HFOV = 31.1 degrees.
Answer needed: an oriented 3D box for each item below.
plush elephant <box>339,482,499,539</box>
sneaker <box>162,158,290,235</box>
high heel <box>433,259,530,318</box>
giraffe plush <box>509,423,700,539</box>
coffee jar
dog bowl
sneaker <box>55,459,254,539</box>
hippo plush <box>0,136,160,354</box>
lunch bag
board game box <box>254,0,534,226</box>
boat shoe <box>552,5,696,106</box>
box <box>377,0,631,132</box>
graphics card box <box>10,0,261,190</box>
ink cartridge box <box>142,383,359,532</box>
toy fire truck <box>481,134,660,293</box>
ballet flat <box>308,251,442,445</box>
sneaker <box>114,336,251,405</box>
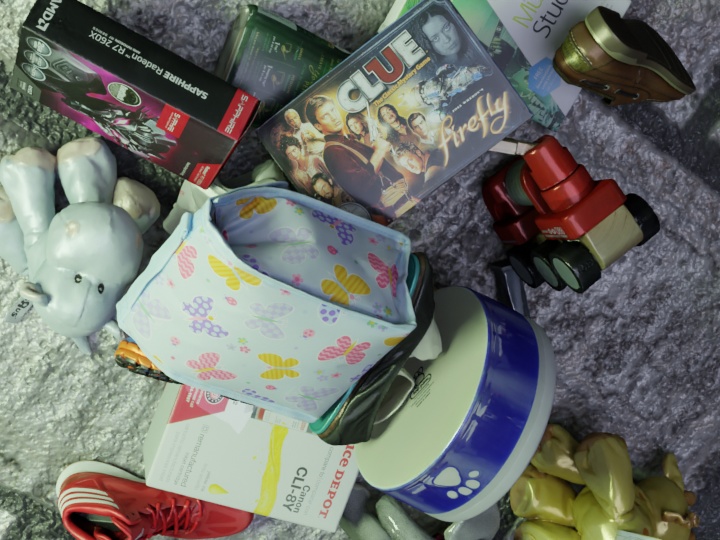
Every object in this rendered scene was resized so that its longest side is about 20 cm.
[{"bbox_3d":[0.077,0.305,1.324,0.154,0.200,0.165,-9,103,-29],"label":"plush elephant"},{"bbox_3d":[-0.077,-0.050,1.209,0.199,0.078,0.100,16,100,-18],"label":"sneaker"},{"bbox_3d":[0.087,0.082,1.287,0.199,0.071,0.143,-16,105,-16],"label":"high heel"},{"bbox_3d":[0.277,0.252,1.357,0.162,0.200,0.173,6,106,-44],"label":"giraffe plush"},{"bbox_3d":[-0.031,-0.158,1.175,0.199,0.085,0.105,20,95,-17],"label":"coffee jar"},{"bbox_3d":[0.081,0.118,1.165,0.079,0.200,0.200,28,101,-25],"label":"dog bowl"},{"bbox_3d":[-0.197,0.248,1.259,0.199,0.116,0.079,7,107,-13],"label":"sneaker"},{"bbox_3d":[-0.268,-0.013,1.132,0.159,0.161,0.201,25,101,-19],"label":"hippo plush"},{"bbox_3d":[-0.079,0.018,1.067,0.199,0.128,0.170,18,136,-25],"label":"lunch bag"},{"bbox_3d":[0.028,-0.126,1.105,0.200,0.035,0.136,-37,96,9],"label":"board game box"},{"bbox_3d":[0.244,-0.192,1.208,0.068,0.072,0.200,-39,149,27],"label":"boat shoe"},{"bbox_3d":[0.136,-0.238,1.212,0.199,0.036,0.145,25,101,-18],"label":"box"},{"bbox_3d":[-0.195,-0.152,1.105,0.200,0.125,0.051,29,67,-10],"label":"graphics card box"},{"bbox_3d":[-0.096,0.156,1.268,0.199,0.083,0.146,18,103,-17],"label":"ink cartridge box"},{"bbox_3d":[0.149,-0.079,1.195,0.129,0.176,0.200,-37,99,-9],"label":"toy fire truck"},{"bbox_3d":[0.025,0.072,1.136,0.068,0.068,0.200,20,116,-26],"label":"ballet flat"},{"bbox_3d":[-0.116,0.073,1.164,0.199,0.075,0.079,18,78,-19],"label":"sneaker"}]
